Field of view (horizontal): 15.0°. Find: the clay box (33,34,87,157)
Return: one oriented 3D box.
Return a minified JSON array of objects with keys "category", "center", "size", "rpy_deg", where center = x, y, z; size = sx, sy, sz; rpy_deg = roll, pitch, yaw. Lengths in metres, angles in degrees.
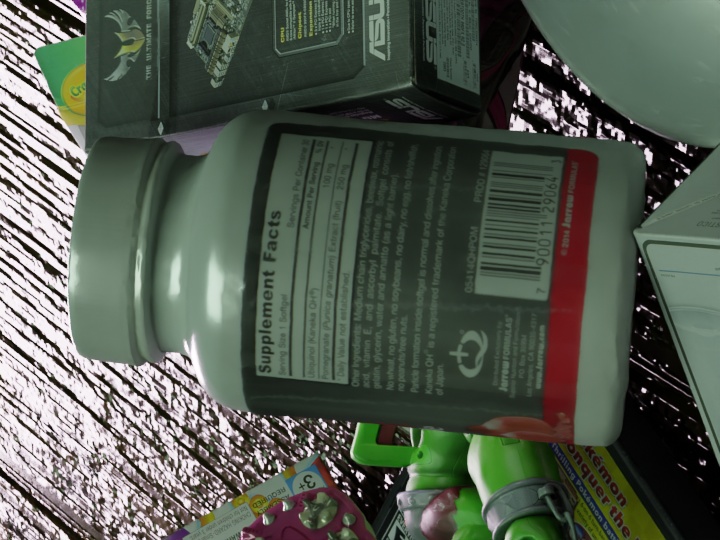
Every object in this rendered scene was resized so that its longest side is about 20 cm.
[{"category":"clay box","center":[-0.047,-0.035,1.196],"size":[0.115,0.048,0.200],"rpy_deg":[-9,122,37]}]

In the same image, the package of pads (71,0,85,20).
[{"category":"package of pads","center":[-0.063,-0.166,1.204],"size":[0.121,0.075,0.200],"rpy_deg":[53,143,25]}]

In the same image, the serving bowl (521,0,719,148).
[{"category":"serving bowl","center":[0.127,-0.147,0.961],"size":[0.200,0.066,0.201],"rpy_deg":[29,129,43]}]

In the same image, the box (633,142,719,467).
[{"category":"box","center":[0.183,0.056,0.946],"size":[0.116,0.060,0.200],"rpy_deg":[7,130,44]}]

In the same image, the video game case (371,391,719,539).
[{"category":"video game case","center":[0.085,0.130,1.169],"size":[0.200,0.025,0.181],"rpy_deg":[58,141,32]}]

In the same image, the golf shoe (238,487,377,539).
[{"category":"golf shoe","center":[0.010,0.181,1.124],"size":[0.092,0.075,0.200],"rpy_deg":[59,-172,-46]}]

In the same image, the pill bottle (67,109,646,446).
[{"category":"pill bottle","center":[0.000,0.000,0.986],"size":[0.199,0.111,0.111],"rpy_deg":[5,121,7]}]

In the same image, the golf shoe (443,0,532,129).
[{"category":"golf shoe","center":[0.025,-0.049,1.084],"size":[0.072,0.092,0.201],"rpy_deg":[22,91,11]}]

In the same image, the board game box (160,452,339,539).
[{"category":"board game box","center":[-0.016,0.206,1.294],"size":[0.200,0.103,0.105],"rpy_deg":[58,168,14]}]

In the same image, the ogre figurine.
[{"category":"ogre figurine","center":[0.048,0.085,1.094],"size":[0.098,0.200,0.120],"rpy_deg":[-10,81,12]}]

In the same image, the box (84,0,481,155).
[{"category":"box","center":[-0.032,-0.147,1.051],"size":[0.158,0.048,0.201],"rpy_deg":[-10,75,35]}]
